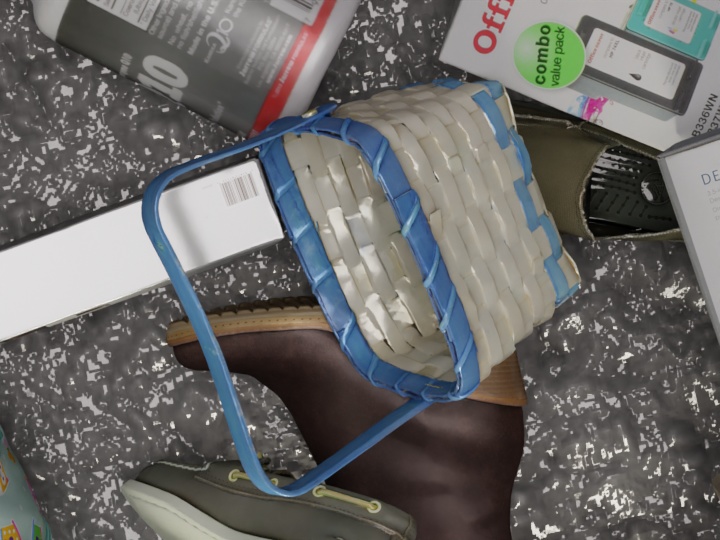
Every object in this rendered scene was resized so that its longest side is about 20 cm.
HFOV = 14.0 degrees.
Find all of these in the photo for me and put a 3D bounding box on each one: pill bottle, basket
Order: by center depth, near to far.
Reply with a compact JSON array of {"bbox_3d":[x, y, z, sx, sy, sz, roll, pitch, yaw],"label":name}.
[{"bbox_3d":[0.000,0.000,1.506,0.199,0.139,0.177,-28,105,-29],"label":"basket"},{"bbox_3d":[-0.105,-0.156,1.580,0.199,0.114,0.114,27,92,-2],"label":"pill bottle"}]

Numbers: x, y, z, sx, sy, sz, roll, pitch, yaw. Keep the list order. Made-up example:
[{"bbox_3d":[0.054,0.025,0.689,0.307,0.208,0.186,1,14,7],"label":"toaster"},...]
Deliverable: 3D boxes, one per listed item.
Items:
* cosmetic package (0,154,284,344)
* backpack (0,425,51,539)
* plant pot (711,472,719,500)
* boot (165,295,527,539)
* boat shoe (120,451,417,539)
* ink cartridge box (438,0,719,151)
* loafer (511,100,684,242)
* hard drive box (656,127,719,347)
[{"bbox_3d":[-0.141,-0.007,1.604,0.199,0.083,0.051,-20,96,0],"label":"cosmetic package"},{"bbox_3d":[-0.259,0.165,1.566,0.199,0.176,0.154,-29,110,1],"label":"backpack"},{"bbox_3d":[0.323,0.175,1.543,0.199,0.200,0.178,-22,104,0],"label":"plant pot"},{"bbox_3d":[-0.008,0.099,1.617,0.199,0.072,0.167,0,94,0],"label":"boot"},{"bbox_3d":[-0.050,0.135,1.580,0.060,0.201,0.072,-53,130,-19],"label":"boat shoe"},{"bbox_3d":[0.163,-0.161,1.549,0.199,0.146,0.147,21,118,-2],"label":"ink cartridge box"},{"bbox_3d":[0.112,-0.054,1.612,0.199,0.070,0.076,4,93,-2],"label":"loafer"},{"bbox_3d":[0.255,0.009,1.461,0.155,0.077,0.201,-17,94,16],"label":"hard drive box"}]
